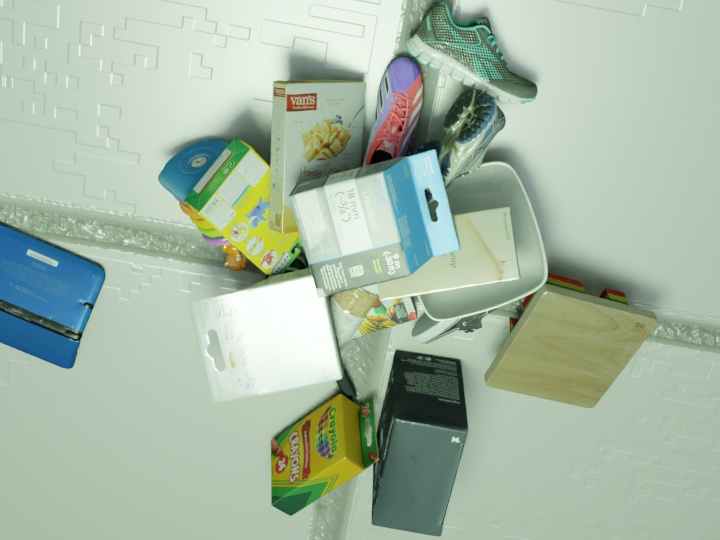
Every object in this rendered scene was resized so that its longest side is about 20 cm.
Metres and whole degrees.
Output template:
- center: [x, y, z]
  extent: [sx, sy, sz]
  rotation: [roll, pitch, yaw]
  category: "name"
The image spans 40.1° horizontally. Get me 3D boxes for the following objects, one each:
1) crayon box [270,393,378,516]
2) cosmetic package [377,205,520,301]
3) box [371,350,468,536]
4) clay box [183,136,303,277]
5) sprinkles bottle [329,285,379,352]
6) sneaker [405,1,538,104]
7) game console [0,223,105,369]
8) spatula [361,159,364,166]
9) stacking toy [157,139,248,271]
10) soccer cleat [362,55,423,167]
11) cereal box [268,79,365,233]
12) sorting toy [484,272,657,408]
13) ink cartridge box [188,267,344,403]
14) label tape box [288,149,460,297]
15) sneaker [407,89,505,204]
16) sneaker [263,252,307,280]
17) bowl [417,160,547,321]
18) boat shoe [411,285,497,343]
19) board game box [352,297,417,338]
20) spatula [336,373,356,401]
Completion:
- center: [-0.061, 0.287, 1.576]
  extent: [0.199, 0.128, 0.051]
  rotation: [-36, 127, 24]
  category: "crayon box"
- center: [0.119, -0.024, 1.372]
  extent: [0.196, 0.073, 0.106]
  rotation: [-10, 91, 11]
  category: "cosmetic package"
- center: [0.089, 0.265, 1.538]
  extent: [0.115, 0.201, 0.200]
  rotation: [10, 115, -3]
  category: "box"
- center: [-0.146, -0.082, 1.389]
  extent: [0.115, 0.047, 0.200]
  rotation: [-50, 140, -5]
  category: "clay box"
- center: [-0.030, 0.069, 1.480]
  extent: [0.067, 0.069, 0.201]
  rotation: [30, 112, -12]
  category: "sprinkles bottle"
- center: [0.164, -0.296, 1.344]
  extent: [0.197, 0.078, 0.092]
  rotation: [24, 109, -12]
  category: "sneaker"
- center: [-0.517, 0.043, 1.548]
  extent: [0.197, 0.118, 0.174]
  rotation: [23, 83, -10]
  category: "game console"
- center: [-0.045, -0.129, 1.454]
  extent: [0.195, 0.021, 0.058]
  rotation: [-7, 109, 5]
  category: "spatula"
- center: [-0.205, -0.080, 1.447]
  extent: [0.115, 0.109, 0.202]
  rotation: [-34, 132, -19]
  category: "stacking toy"
- center: [0.045, -0.197, 1.381]
  extent: [0.067, 0.073, 0.204]
  rotation: [15, 103, -1]
  category: "soccer cleat"
- center: [-0.060, -0.161, 1.368]
  extent: [0.142, 0.039, 0.205]
  rotation: [-11, 111, -40]
  category: "cereal box"
- center: [0.311, 0.102, 1.501]
  extent: [0.196, 0.070, 0.201]
  rotation: [13, 127, -18]
  category: "sorting toy"
- center: [-0.134, 0.095, 1.431]
  extent: [0.195, 0.047, 0.164]
  rotation: [-11, 104, 4]
  category: "ink cartridge box"
- center: [0.020, -0.062, 1.303]
  extent: [0.196, 0.063, 0.147]
  rotation: [-13, 105, 12]
  category: "label tape box"
- center: [0.131, -0.152, 1.366]
  extent: [0.200, 0.078, 0.084]
  rotation: [-47, 147, 22]
  category: "sneaker"
- center: [-0.148, 0.075, 1.502]
  extent: [0.072, 0.112, 0.202]
  rotation: [26, 113, -10]
  category: "sneaker"
- center: [0.162, -0.044, 1.436]
  extent: [0.196, 0.075, 0.204]
  rotation: [-18, 91, 12]
  category: "bowl"
- center: [0.171, 0.061, 1.518]
  extent: [0.199, 0.070, 0.066]
  rotation: [-38, 108, 9]
  category: "boat shoe"
- center: [0.000, 0.000, 1.506]
  extent: [0.124, 0.035, 0.203]
  rotation: [-17, 114, 9]
  category: "board game box"
- center: [-0.049, 0.129, 1.568]
  extent: [0.055, 0.021, 0.203]
  rotation: [-19, 114, 8]
  category: "spatula"
